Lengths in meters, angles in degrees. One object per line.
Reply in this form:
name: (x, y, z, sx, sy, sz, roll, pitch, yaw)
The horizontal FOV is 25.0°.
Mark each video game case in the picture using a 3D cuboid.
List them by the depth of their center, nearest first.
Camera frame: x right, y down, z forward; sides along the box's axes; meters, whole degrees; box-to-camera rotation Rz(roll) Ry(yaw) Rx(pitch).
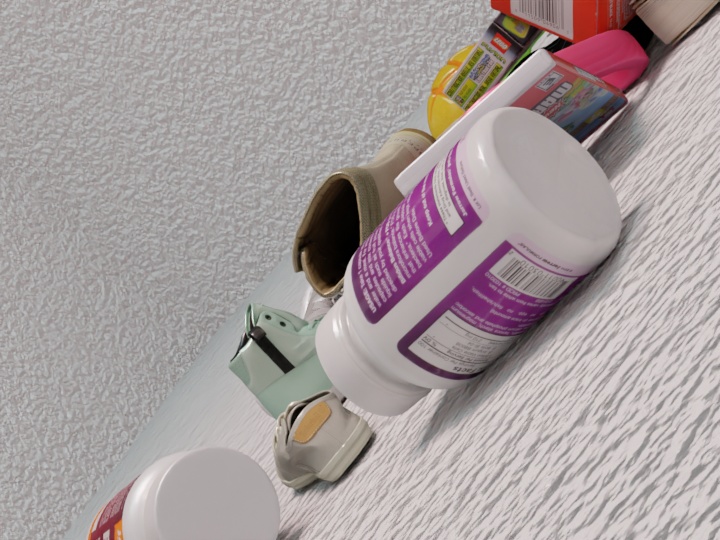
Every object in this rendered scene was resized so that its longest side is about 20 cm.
video game case: (0.117, -0.098, 1.210, 0.143, 0.018, 0.200, -41, -17, 18)

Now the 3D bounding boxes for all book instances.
book: (0.310, -0.278, 1.272, 0.200, 0.048, 0.134, -49, 5, -29)

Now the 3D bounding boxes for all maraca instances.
maraca: (0.141, -0.201, 1.763, 0.137, 0.107, 0.201, -32, 17, 50)

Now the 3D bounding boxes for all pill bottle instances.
pill bottle: (0.059, 0.002, 1.004, 0.200, 0.112, 0.112, -45, 7, 35)
pill bottle: (-0.136, 0.202, 1.234, 0.114, 0.114, 0.200, -52, 5, -28)

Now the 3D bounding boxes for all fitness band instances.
fitness band: (0.143, -0.123, 1.281, 0.199, 0.038, 0.144, -27, -16, -29)

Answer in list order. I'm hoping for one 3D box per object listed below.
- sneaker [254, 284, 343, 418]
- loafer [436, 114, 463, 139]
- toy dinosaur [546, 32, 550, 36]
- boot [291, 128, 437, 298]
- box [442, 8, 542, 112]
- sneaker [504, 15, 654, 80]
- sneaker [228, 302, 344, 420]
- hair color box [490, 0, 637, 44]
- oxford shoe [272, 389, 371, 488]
sneaker: (-0.024, 0.063, 1.608, 0.082, 0.075, 0.201, -19, 35, 52)
loafer: (0.098, -0.106, 1.637, 0.200, 0.075, 0.069, -47, 11, 33)
toy dinosaur: (0.242, -0.251, 1.487, 0.103, 0.077, 0.200, -58, 2, -2)
boot: (0.000, 0.000, 1.263, 0.154, 0.071, 0.202, -34, -41, -60)
box: (0.155, -0.232, 1.430, 0.200, 0.035, 0.110, -50, -2, -35)
sneaker: (0.185, -0.175, 1.393, 0.200, 0.075, 0.079, -50, 7, 6)
sneaker: (-0.037, 0.045, 1.483, 0.201, 0.118, 0.074, -52, 4, -33)
hair color box: (0.207, -0.276, 1.342, 0.200, 0.110, 0.064, -44, -34, -30)
oxford shoe: (-0.040, 0.128, 1.264, 0.075, 0.058, 0.200, -53, 4, -13)
